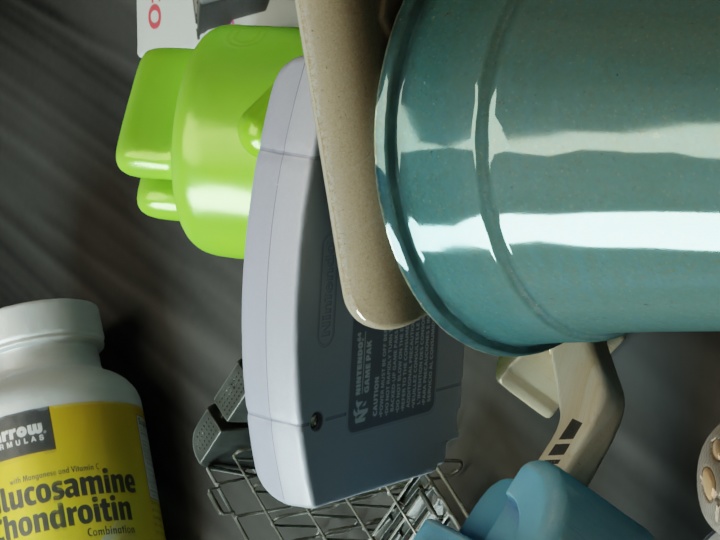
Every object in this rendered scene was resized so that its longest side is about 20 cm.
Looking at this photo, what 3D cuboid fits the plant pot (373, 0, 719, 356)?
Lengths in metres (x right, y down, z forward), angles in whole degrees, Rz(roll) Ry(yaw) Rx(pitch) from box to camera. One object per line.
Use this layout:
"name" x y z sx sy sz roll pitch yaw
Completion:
"plant pot" 0.144 -0.057 1.172 0.195 0.199 0.202 4 92 42

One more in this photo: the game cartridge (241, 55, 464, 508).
"game cartridge" 0.000 0.000 1.248 0.040 0.133 0.202 10 102 33

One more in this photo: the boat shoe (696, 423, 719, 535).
"boat shoe" 0.237 0.066 1.138 0.199 0.072 0.076 -20 57 29

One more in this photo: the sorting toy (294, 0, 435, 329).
"sorting toy" 0.047 -0.090 1.235 0.036 0.199 0.186 5 111 42

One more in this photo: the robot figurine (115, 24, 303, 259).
"robot figurine" -0.016 -0.060 1.368 0.198 0.176 0.116 6 62 14

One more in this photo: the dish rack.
"dish rack" -0.008 0.111 1.443 0.201 0.054 0.154 58 131 31

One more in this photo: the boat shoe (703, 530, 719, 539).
"boat shoe" 0.141 0.201 1.252 0.086 0.074 0.203 27 118 51

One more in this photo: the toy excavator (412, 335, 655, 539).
"toy excavator" 0.086 0.113 1.244 0.201 0.100 0.194 -55 22 -6

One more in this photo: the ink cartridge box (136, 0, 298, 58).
"ink cartridge box" -0.029 -0.187 1.451 0.199 0.085 0.149 -4 86 48

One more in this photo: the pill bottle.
"pill bottle" -0.173 0.124 1.592 0.112 0.111 0.201 -28 69 46
